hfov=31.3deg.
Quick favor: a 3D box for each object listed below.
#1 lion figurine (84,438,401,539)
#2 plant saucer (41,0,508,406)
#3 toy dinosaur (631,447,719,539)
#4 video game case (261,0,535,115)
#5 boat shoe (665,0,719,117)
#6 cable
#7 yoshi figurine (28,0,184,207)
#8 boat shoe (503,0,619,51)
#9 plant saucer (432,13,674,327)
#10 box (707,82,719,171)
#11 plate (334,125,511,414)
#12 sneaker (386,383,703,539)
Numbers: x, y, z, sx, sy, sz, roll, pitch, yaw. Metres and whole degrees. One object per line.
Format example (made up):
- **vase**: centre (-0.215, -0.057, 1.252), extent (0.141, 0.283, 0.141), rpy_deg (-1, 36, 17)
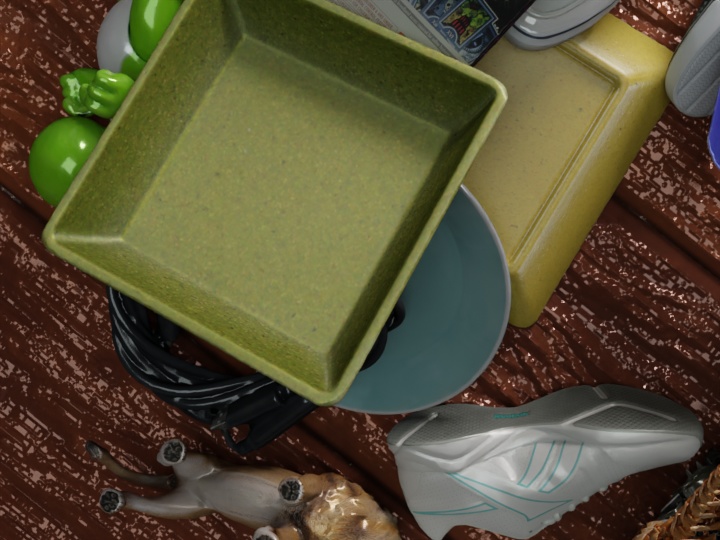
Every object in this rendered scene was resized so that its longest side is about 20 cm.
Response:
- **lion figurine**: centre (-0.071, 0.149, 0.832), extent (0.198, 0.122, 0.073), rpy_deg (21, 88, 20)
- **plant saucer**: centre (-0.045, -0.050, 0.721), extent (0.198, 0.048, 0.201), rpy_deg (27, 79, 17)
- **toy dinosaur**: centre (0.204, 0.175, 0.764), extent (0.135, 0.200, 0.103), rpy_deg (-29, 78, -17)
- **video game case**: centre (0.012, -0.204, 0.722), extent (0.200, 0.036, 0.181), rpy_deg (45, 123, -1)
- **boat shoe**: centre (0.249, -0.183, 0.764), extent (0.072, 0.071, 0.201), rpy_deg (23, 116, -36)
- **cable**: centre (-0.065, 0.015, 0.798), extent (0.199, 0.051, 0.164), rpy_deg (-38, 95, 28)
- **yoshi figurine**: centre (-0.157, -0.114, 0.800), extent (0.111, 0.112, 0.203), rpy_deg (19, 111, 24)
- **boat shoe**: centre (0.152, -0.216, 0.747), extent (0.073, 0.067, 0.200), rpy_deg (40, 84, 4)
- **plant saucer**: centre (0.073, -0.094, 0.804), extent (0.198, 0.048, 0.202), rpy_deg (31, 98, 2)
- **box**: centre (0.297, -0.079, 0.707), extent (0.197, 0.041, 0.121), rpy_deg (14, 85, 3)
- **plate**: centre (0.000, 0.000, 0.808), extent (0.197, 0.026, 0.203), rpy_deg (9, 119, 16)
- **sneaker**: centre (0.120, 0.124, 0.820), extent (0.197, 0.070, 0.081), rpy_deg (-8, 105, 13)
